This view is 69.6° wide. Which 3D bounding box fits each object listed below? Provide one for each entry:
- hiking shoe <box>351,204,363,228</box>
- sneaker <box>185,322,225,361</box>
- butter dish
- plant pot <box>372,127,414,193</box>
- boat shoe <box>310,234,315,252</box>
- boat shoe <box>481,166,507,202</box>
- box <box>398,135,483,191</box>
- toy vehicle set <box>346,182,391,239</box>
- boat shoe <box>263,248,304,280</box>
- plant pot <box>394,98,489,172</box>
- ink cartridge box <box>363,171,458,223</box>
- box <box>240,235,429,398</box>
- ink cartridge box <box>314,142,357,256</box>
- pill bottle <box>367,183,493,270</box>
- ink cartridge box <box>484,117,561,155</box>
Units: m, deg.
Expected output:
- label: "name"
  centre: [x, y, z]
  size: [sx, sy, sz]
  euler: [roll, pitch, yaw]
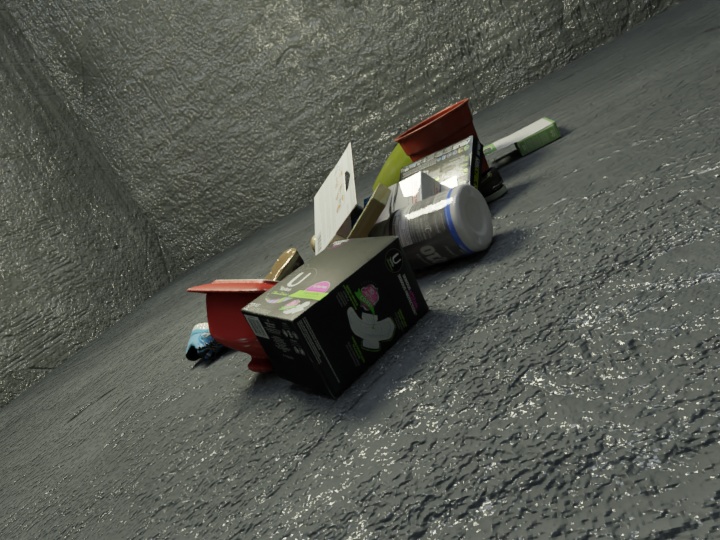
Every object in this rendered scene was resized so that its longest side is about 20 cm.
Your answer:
- label: "hiking shoe"
  centre: [0.039, -0.096, 1.181]
  size: [0.199, 0.087, 0.075]
  euler: [1, -52, -40]
- label: "sneaker"
  centre: [-0.307, 0.155, 1.122]
  size: [0.199, 0.078, 0.090]
  euler: [-24, 34, 37]
- label: "butter dish"
  centre: [-0.160, 0.094, 0.859]
  size: [0.199, 0.149, 0.199]
  euler: [-2, -7, 38]
- label: "plant pot"
  centre: [0.136, -0.271, 1.499]
  size: [0.200, 0.187, 0.187]
  euler: [-39, 7, 34]
- label: "boat shoe"
  centre: [-0.058, -0.110, 1.513]
  size: [0.069, 0.074, 0.200]
  euler: [-1, 31, 41]
- label: "boat shoe"
  centre: [0.211, -0.156, 1.122]
  size: [0.200, 0.061, 0.072]
  euler: [-25, 15, 21]
- label: "box"
  centre: [0.160, -0.164, 1.090]
  size: [0.199, 0.047, 0.194]
  euler: [-18, 56, 42]
- label: "toy vehicle set"
  centre: [-0.010, -0.055, 0.933]
  size: [0.201, 0.026, 0.124]
  euler: [-58, 4, 20]
- label: "boat shoe"
  centre: [-0.209, 0.036, 1.308]
  size: [0.072, 0.065, 0.201]
  euler: [3, 54, 51]
- label: "plant pot"
  centre: [0.217, -0.284, 1.278]
  size: [0.200, 0.196, 0.201]
  euler: [-29, 14, 8]
- label: "ink cartridge box"
  centre: [0.098, -0.117, 1.034]
  size: [0.199, 0.068, 0.117]
  euler: [-21, 61, 41]
- label: "box"
  centre: [-0.033, 0.054, 0.728]
  size: [0.200, 0.125, 0.148]
  euler: [-38, 24, -31]
- label: "ink cartridge box"
  centre: [-0.041, -0.137, 1.076]
  size: [0.174, 0.043, 0.201]
  euler: [-49, 33, 38]
- label: "pill bottle"
  centre: [0.114, -0.064, 0.892]
  size: [0.199, 0.114, 0.114]
  euler: [-18, 18, 41]
- label: "ink cartridge box"
  centre: [0.408, -0.331, 1.357]
  size: [0.199, 0.048, 0.146]
  euler: [-26, 14, 18]
